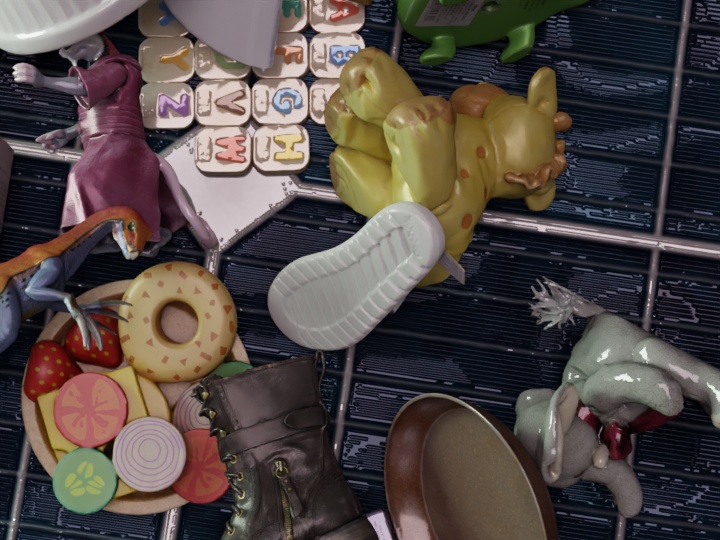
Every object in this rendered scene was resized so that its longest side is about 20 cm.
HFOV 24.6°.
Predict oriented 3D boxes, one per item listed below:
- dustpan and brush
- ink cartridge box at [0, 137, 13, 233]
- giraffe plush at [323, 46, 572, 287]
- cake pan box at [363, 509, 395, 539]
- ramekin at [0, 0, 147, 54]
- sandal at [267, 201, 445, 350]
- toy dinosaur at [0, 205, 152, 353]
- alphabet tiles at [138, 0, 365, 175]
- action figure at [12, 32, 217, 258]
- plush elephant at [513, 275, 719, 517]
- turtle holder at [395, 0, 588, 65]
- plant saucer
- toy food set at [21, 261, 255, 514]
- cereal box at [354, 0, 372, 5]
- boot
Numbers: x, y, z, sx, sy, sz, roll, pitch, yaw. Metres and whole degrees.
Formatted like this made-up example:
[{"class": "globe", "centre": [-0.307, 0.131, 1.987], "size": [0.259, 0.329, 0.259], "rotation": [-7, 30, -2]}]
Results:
[{"class": "dustpan and brush", "centre": [-0.146, -0.260, 1.372], "size": [0.199, 0.057, 0.140], "rotation": [17, 115, 13]}, {"class": "ink cartridge box", "centre": [-0.373, -0.020, 1.347], "size": [0.146, 0.083, 0.201], "rotation": [9, 84, 0]}, {"class": "giraffe plush", "centre": [0.087, -0.098, 1.334], "size": [0.162, 0.173, 0.200], "rotation": [-27, 72, -24]}, {"class": "cake pan box", "centre": [-0.039, 0.313, 1.325], "size": [0.183, 0.052, 0.201], "rotation": [-15, 83, 0]}, {"class": "ramekin", "centre": [-0.234, -0.271, 1.302], "size": [0.202, 0.202, 0.094], "rotation": [-37, 128, -4]}, {"class": "sandal", "centre": [0.004, 0.007, 1.318], "size": [0.050, 0.202, 0.083], "rotation": [-30, 90, -47]}, {"class": "toy dinosaur", "centre": [-0.249, 0.012, 1.243], "size": [0.200, 0.105, 0.182], "rotation": [34, 82, -27]}, {"class": "alphabet tiles", "centre": [-0.093, -0.181, 1.401], "size": [0.194, 0.015, 0.201], "rotation": [0, 83, 0]}, {"class": "action figure", "centre": [-0.198, -0.113, 1.334], "size": [0.148, 0.134, 0.201], "rotation": [-3, 86, -1]}, {"class": "plush elephant", "centre": [0.192, 0.118, 1.297], "size": [0.199, 0.165, 0.155], "rotation": [28, 93, 2]}, {"class": "turtle holder", "centre": [0.111, -0.261, 1.350], "size": [0.185, 0.141, 0.132], "rotation": [-18, 67, 5]}, {"class": "plant saucer", "centre": [0.090, 0.189, 1.284], "size": [0.034, 0.200, 0.201], "rotation": [-15, 82, -33]}, {"class": "toy food set", "centre": [-0.179, 0.104, 1.350], "size": [0.199, 0.049, 0.199], "rotation": [-19, 84, -3]}, {"class": "cereal box", "centre": [-0.020, -0.341, 1.397], "size": [0.143, 0.040, 0.201], "rotation": [22, 79, 8]}, {"class": "boot", "centre": [-0.093, 0.167, 1.297], "size": [0.199, 0.069, 0.175], "rotation": [-21, 77, -14]}]
